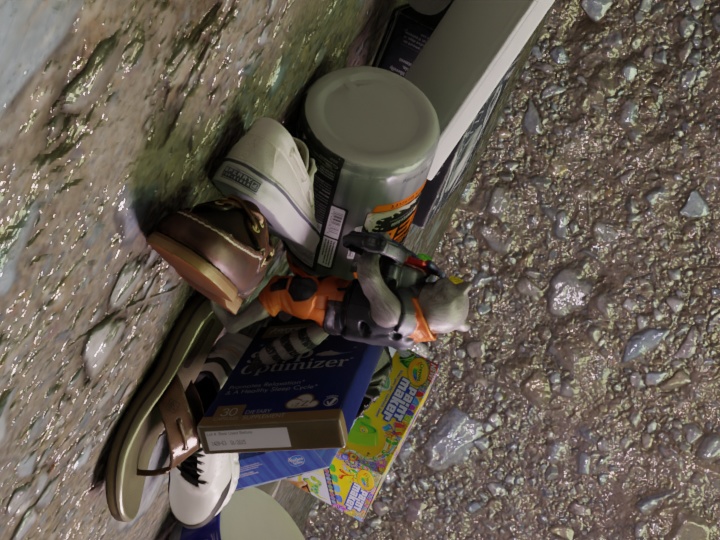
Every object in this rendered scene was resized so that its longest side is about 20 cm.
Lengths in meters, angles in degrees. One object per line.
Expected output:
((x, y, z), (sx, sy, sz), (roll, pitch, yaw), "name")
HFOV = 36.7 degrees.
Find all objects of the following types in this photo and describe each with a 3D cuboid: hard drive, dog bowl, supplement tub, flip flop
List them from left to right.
((-0.147, 0.113, 0.879), (0.201, 0.057, 0.081), (-63, 173, -8), "flip flop")
((-0.130, 0.355, 1.258), (0.078, 0.201, 0.200), (-32, -178, 17), "dog bowl")
((-0.008, -0.071, 0.966), (0.123, 0.122, 0.201), (-58, 171, -35), "supplement tub")
((0.095, -0.197, 1.011), (0.201, 0.026, 0.132), (-55, -151, 16), "hard drive")

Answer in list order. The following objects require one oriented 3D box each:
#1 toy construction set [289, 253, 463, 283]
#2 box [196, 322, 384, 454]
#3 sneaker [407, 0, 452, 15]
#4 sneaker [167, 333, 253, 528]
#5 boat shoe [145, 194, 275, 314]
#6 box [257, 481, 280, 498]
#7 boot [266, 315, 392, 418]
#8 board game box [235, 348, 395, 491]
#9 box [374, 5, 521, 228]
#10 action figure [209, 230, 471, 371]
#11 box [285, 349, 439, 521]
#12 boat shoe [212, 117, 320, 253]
((0.000, 0.000, 1.129), (0.130, 0.199, 0.093), (2, 102, -44), "toy construction set")
((-0.048, 0.086, 0.924), (0.200, 0.120, 0.033), (-61, 142, -62), "box")
((0.110, -0.349, 1.053), (0.201, 0.070, 0.099), (-61, 176, 26), "sneaker")
((-0.149, 0.156, 1.007), (0.080, 0.073, 0.202), (-37, 145, -65), "sneaker")
((-0.096, -0.019, 0.741), (0.071, 0.070, 0.200), (-54, 180, -6), "boat shoe")
((-0.168, 0.347, 1.503), (0.082, 0.068, 0.201), (-58, 171, -38), "box")
((-0.033, 0.088, 1.095), (0.200, 0.167, 0.077), (-38, 117, -48), "boot")
((-0.071, 0.149, 1.197), (0.199, 0.044, 0.199), (-22, -157, 40), "board game box")
((0.078, -0.181, 1.198), (0.198, 0.123, 0.200), (-65, 173, 25), "box")
((0.003, 0.032, 0.891), (0.200, 0.191, 0.106), (23, 67, -64), "action figure")
((-0.028, 0.185, 1.442), (0.201, 0.191, 0.123), (-57, 171, -42), "box")
((-0.060, -0.067, 0.841), (0.070, 0.070, 0.200), (-61, 167, -7), "boat shoe")
